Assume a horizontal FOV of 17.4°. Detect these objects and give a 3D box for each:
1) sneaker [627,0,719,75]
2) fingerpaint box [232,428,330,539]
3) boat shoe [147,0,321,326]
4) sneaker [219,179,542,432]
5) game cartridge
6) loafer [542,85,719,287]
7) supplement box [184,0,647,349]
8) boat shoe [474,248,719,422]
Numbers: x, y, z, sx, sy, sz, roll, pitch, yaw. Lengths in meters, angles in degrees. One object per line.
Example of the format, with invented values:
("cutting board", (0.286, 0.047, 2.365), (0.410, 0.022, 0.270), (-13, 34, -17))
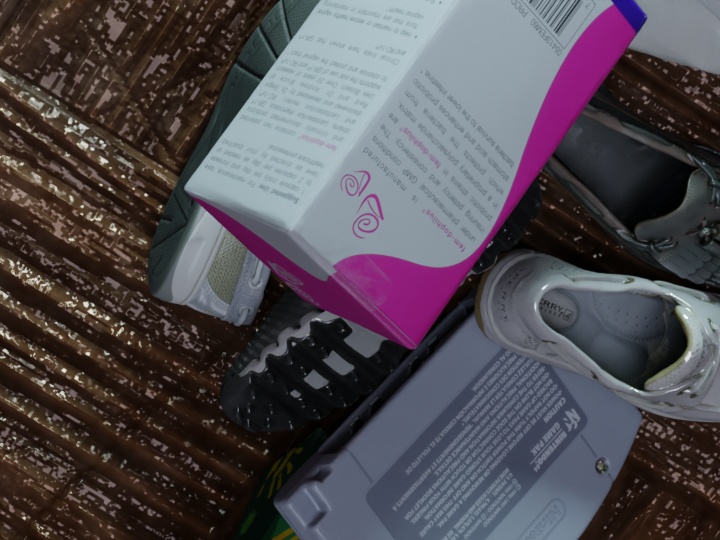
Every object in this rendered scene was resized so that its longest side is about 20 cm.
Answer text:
("sneaker", (0.174, -0.132, 1.192), (0.199, 0.073, 0.085), (35, 140, -21))
("fingerpaint box", (0.016, 0.210, 1.246), (0.199, 0.167, 0.073), (34, 141, -12))
("boat shoe", (-0.040, -0.065, 1.200), (0.064, 0.075, 0.203), (23, 106, -22))
("sneaker", (0.000, 0.000, 1.215), (0.200, 0.091, 0.066), (-43, 132, 6))
("game cartridge", (0.058, 0.105, 1.223), (0.200, 0.040, 0.134), (-44, 103, -28))
("loafer", (0.145, -0.043, 1.214), (0.199, 0.063, 0.072), (33, 106, -12))
("supplement box", (0.027, -0.079, 1.118), (0.101, 0.103, 0.201), (44, 76, -36))
("boat shoe", (0.157, 0.042, 1.221), (0.199, 0.069, 0.071), (14, 92, -24))
